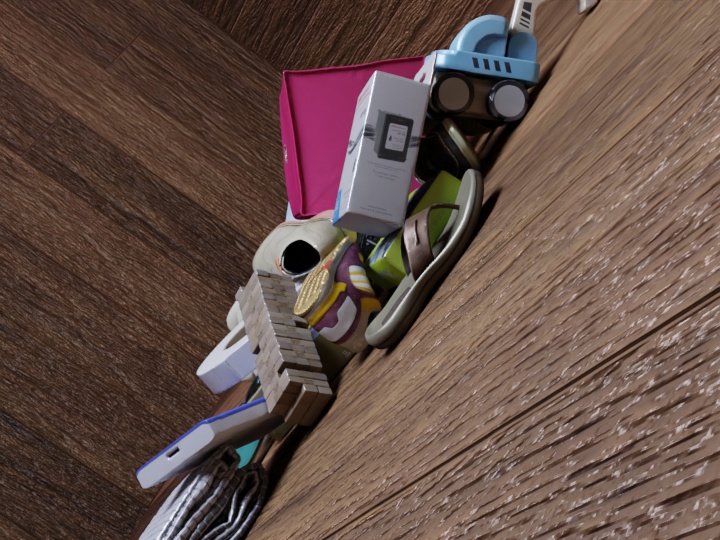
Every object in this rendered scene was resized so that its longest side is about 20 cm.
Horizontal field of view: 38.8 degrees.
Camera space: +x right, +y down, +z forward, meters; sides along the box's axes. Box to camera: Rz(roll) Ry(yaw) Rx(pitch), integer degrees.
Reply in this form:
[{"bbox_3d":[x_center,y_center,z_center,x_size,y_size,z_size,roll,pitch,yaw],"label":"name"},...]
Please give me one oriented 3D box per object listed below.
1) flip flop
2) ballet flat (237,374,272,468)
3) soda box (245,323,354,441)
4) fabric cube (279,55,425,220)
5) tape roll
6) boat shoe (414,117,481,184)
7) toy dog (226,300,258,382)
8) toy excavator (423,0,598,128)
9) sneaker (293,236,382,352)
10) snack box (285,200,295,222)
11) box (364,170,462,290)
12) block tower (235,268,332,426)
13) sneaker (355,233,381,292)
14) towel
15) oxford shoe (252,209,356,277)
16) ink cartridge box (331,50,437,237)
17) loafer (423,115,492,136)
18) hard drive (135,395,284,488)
[{"bbox_3d":[0.057,-0.017,0.995,0.200,0.057,0.081,-55,5,1],"label":"flip flop"},{"bbox_3d":[-0.132,0.198,1.389,0.200,0.069,0.069,-59,6,-30],"label":"ballet flat"},{"bbox_3d":[-0.071,0.122,1.262,0.200,0.064,0.068,-51,7,37],"label":"soda box"},{"bbox_3d":[-0.007,-0.176,1.427,0.199,0.199,0.197,-163,66,-84],"label":"fabric cube"},{"bbox_3d":[-0.131,0.081,1.347,0.203,0.037,0.203,-41,10,8],"label":"tape roll"},{"bbox_3d":[0.095,-0.129,1.212,0.066,0.072,0.201,-33,0,0],"label":"boat shoe"},{"bbox_3d":[-0.118,0.093,1.545,0.194,0.139,0.200,-61,16,22],"label":"toy dog"},{"bbox_3d":[0.175,-0.268,1.190,0.100,0.194,0.201,-134,51,-85],"label":"toy excavator"},{"bbox_3d":[-0.017,0.031,1.172,0.075,0.090,0.200,-45,9,22],"label":"sneaker"},{"bbox_3d":[-0.064,-0.086,1.796,0.200,0.067,0.169,7,-88,-69],"label":"snack box"},{"bbox_3d":[0.063,-0.044,1.183,0.122,0.048,0.200,-56,4,-9],"label":"box"},{"bbox_3d":[-0.091,0.082,1.173,0.058,0.054,0.200,-57,37,29],"label":"block tower"},{"bbox_3d":[0.000,0.000,1.354,0.200,0.074,0.079,-59,1,-31],"label":"sneaker"},{"bbox_3d":[-0.191,0.304,1.116,0.200,0.085,0.166,-57,7,-33],"label":"towel"},{"bbox_3d":[-0.092,-0.023,1.323,0.200,0.071,0.074,-26,12,50],"label":"oxford shoe"},{"bbox_3d":[0.025,-0.146,1.148,0.116,0.066,0.201,151,131,-79],"label":"ink cartridge box"},{"bbox_3d":[0.086,-0.205,1.285,0.067,0.199,0.076,4,94,56],"label":"loafer"},{"bbox_3d":[-0.144,0.182,1.163,0.132,0.025,0.200,-38,-13,31],"label":"hard drive"}]
